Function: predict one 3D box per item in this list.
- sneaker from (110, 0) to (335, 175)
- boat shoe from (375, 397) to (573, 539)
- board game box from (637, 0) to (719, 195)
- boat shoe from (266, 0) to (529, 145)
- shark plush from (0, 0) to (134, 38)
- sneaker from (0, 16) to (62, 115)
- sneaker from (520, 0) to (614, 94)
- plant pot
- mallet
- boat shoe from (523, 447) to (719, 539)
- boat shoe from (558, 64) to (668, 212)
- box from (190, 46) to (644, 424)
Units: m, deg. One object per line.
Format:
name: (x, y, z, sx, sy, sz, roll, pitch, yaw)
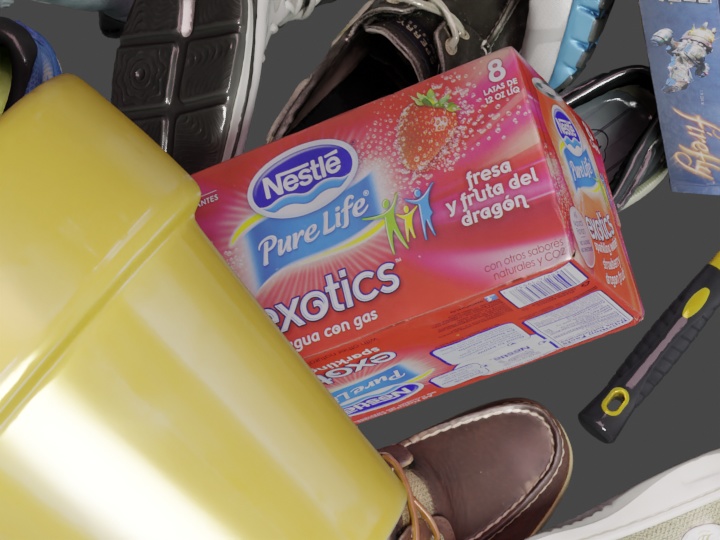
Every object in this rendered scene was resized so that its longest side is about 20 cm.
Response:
sneaker: (-0.041, -0.112, 0.977, 0.076, 0.115, 0.201, -3, 78, 39)
boat shoe: (0.006, 0.111, 0.906, 0.200, 0.072, 0.072, -28, 73, -15)
board game box: (0.149, -0.143, 0.930, 0.035, 0.200, 0.136, 7, 59, 19)
boat shoe: (0.025, -0.092, 0.995, 0.071, 0.064, 0.200, 35, 69, 10)
shark plush: (-0.150, -0.142, 0.972, 0.200, 0.083, 0.091, 43, 68, -22)
sneaker: (-0.193, -0.027, 0.830, 0.079, 0.089, 0.200, 41, 78, 2)
sneaker: (0.081, -0.174, 0.966, 0.087, 0.200, 0.075, 13, 25, 6)
plant pot: (-0.094, 0.065, 0.775, 0.189, 0.201, 0.201, 39, 70, -2)
mallet: (0.157, -0.010, 0.990, 0.200, 0.041, 0.066, -42, 76, -14)
boat shoe: (0.090, 0.142, 0.902, 0.202, 0.074, 0.065, -25, 67, -21)
boat shoe: (0.064, -0.025, 0.969, 0.199, 0.066, 0.075, -32, 75, -15)
box: (0.000, 0.000, 0.895, 0.200, 0.100, 0.096, -21, 67, 18)
